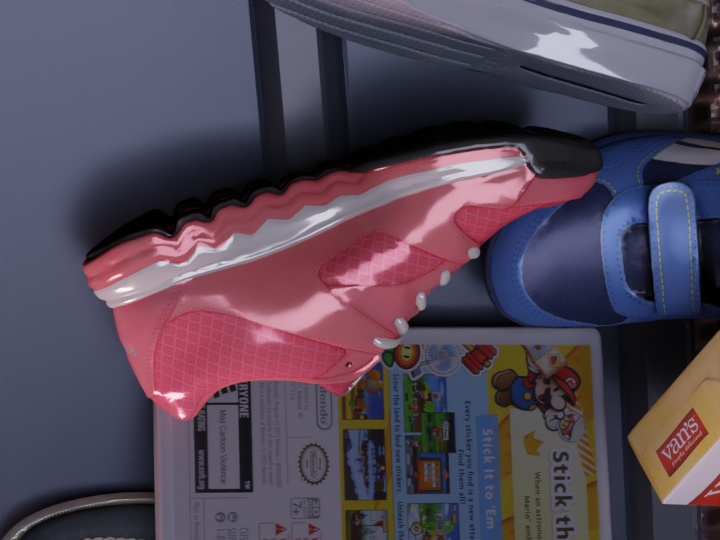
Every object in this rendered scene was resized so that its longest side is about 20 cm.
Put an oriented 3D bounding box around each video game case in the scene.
[{"bbox_3d":[0.011,0.121,1.000,0.182,0.023,0.201,0,79,-12],"label":"video game case"}]

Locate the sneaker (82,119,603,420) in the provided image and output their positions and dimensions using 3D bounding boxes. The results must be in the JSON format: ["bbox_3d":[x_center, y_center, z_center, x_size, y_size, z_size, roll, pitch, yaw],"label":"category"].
[{"bbox_3d":[0.000,0.000,0.975,0.200,0.074,0.087,-16,99,1],"label":"sneaker"}]

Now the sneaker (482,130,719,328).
[{"bbox_3d":[0.147,-0.015,1.000,0.199,0.082,0.074,-11,111,-7],"label":"sneaker"}]

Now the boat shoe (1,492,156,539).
[{"bbox_3d":[-0.048,0.143,1.019,0.200,0.062,0.073,17,106,-15],"label":"boat shoe"}]

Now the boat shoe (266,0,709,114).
[{"bbox_3d":[0.041,-0.113,0.963,0.200,0.072,0.062,16,79,-20],"label":"boat shoe"}]

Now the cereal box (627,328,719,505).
[{"bbox_3d":[0.219,0.037,0.990,0.200,0.040,0.144,4,136,-37],"label":"cereal box"}]
